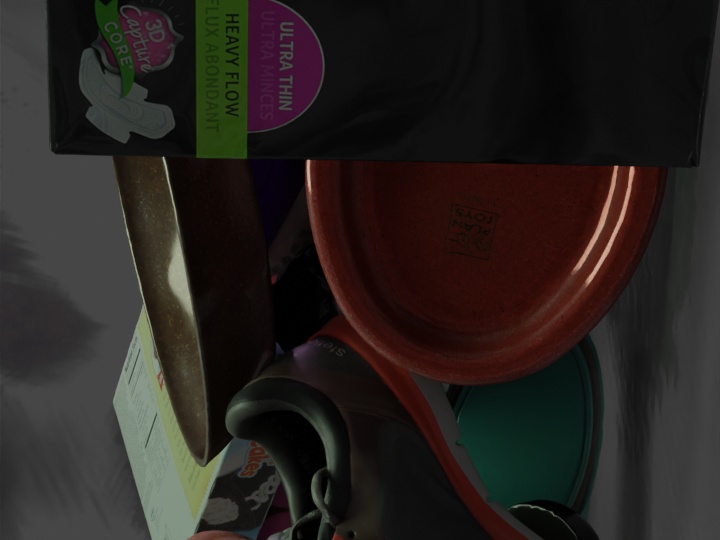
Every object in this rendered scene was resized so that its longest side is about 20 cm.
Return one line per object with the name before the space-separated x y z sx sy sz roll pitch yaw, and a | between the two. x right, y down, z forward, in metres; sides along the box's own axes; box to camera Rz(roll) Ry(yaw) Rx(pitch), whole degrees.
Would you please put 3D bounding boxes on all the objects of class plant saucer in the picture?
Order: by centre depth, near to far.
plant saucer | -0.066 -0.026 0.987 0.200 0.037 0.201 168 90 -81

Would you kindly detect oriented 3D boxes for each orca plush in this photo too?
orca plush | 0.000 0.000 1.051 0.200 0.071 0.106 -52 -49 -57

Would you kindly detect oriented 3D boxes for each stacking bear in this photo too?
stacking bear | 0.052 -0.038 0.958 0.200 0.121 0.114 -58 -19 -73

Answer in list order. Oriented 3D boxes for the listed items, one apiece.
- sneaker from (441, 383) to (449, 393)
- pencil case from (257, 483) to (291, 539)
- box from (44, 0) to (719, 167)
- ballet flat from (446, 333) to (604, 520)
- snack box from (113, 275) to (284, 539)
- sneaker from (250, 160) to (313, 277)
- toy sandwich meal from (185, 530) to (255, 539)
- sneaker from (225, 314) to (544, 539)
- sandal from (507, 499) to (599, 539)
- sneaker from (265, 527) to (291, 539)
sneaker | 0.020 0.112 1.137 0.075 0.082 0.200 -6 114 56
pencil case | -0.027 0.057 1.256 0.094 0.090 0.201 8 -100 -58
box | 0.007 -0.124 0.784 0.124 0.199 0.149 -92 4 -55
ballet flat | 0.065 0.095 1.061 0.070 0.067 0.201 -58 -25 -64
snack box | -0.066 0.049 1.165 0.200 0.037 0.116 113 145 -50
sneaker | -0.029 -0.087 1.012 0.070 0.099 0.200 -43 -16 -45
toy sandwich meal | -0.034 0.203 1.065 0.205 0.070 0.205 50 -160 -26
sneaker | 0.018 0.113 0.904 0.200 0.082 0.077 54 141 16
sandal | 0.055 0.187 1.023 0.075 0.045 0.201 23 117 42
sneaker | 0.000 0.131 1.013 0.081 0.086 0.200 59 -161 1
